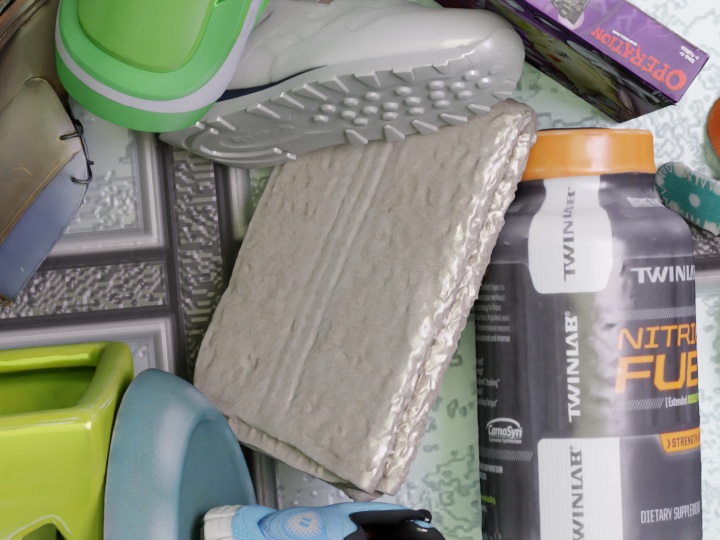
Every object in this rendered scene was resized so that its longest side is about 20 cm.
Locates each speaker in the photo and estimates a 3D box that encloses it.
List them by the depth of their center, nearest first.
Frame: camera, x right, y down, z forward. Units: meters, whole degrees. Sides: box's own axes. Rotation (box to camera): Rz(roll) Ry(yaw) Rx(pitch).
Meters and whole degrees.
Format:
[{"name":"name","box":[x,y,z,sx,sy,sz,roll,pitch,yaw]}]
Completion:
[{"name":"speaker","box":[-0.072,-0.158,0.949,0.088,0.089,0.200,23,127,-1]}]

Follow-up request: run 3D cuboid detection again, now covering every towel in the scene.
[{"name":"towel","box":[0.000,0.000,1.045,0.132,0.034,0.201,22,89,39]}]

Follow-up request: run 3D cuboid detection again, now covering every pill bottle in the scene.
[{"name":"pill bottle","box":[0.106,0.033,1.048,0.106,0.106,0.201,-2,91,-1]}]

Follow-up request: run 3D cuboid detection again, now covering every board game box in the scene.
[{"name":"board game box","box":[0.087,-0.112,1.000,0.120,0.200,0.032,38,91,0]}]

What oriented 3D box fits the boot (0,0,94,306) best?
[{"name":"boot","box":[-0.149,-0.078,1.067,0.097,0.075,0.200,41,99,-11]}]

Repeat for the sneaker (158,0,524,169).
[{"name":"sneaker","box":[-0.013,-0.103,1.021,0.199,0.076,0.081,-6,67,36]}]

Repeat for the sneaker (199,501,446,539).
[{"name":"sneaker","box":[0.003,0.143,1.002,0.090,0.200,0.079,-8,80,19]}]

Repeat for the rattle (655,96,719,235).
[{"name":"rattle","box":[0.222,0.011,1.038,0.130,0.143,0.201,-25,97,18]}]

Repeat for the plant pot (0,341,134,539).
[{"name":"plant pot","box":[-0.197,0.141,1.003,0.198,0.200,0.182,-5,96,-1]}]

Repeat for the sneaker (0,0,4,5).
[{"name":"sneaker","box":[-0.249,-0.122,1.026,0.200,0.071,0.113,-37,75,28]}]

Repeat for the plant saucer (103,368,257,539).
[{"name":"plant saucer","box":[-0.071,0.142,0.983,0.027,0.200,0.201,-8,90,10]}]
